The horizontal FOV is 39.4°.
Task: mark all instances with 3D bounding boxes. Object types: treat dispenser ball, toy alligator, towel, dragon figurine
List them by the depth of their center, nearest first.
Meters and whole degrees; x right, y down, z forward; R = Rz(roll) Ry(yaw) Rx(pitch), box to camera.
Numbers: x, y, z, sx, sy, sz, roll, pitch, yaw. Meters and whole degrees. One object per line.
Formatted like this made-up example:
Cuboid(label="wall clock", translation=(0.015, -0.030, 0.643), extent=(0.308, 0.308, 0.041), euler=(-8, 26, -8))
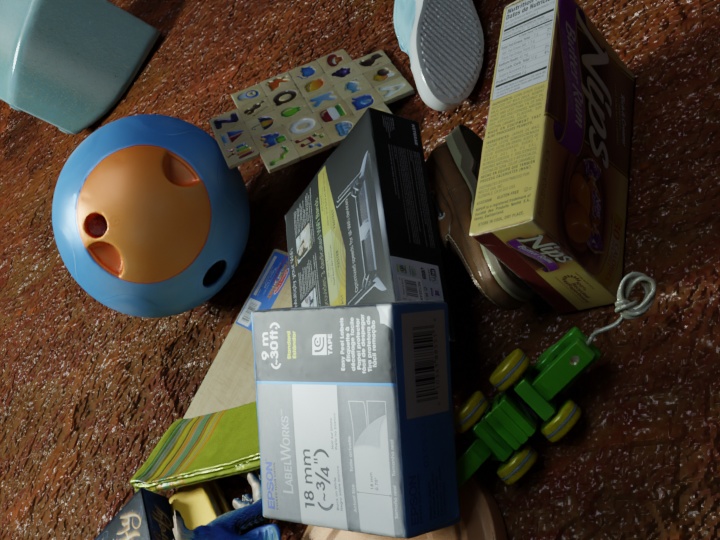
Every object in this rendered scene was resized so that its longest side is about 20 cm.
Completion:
Cuboid(label="toy alligator", translation=(0.123, 0.076, 0.677), extent=(0.200, 0.059, 0.054), euler=(-48, -3, 11))
Cuboid(label="dragon figurine", translation=(-0.085, 0.224, 0.749), extent=(0.201, 0.097, 0.060), euler=(-122, 35, -55))
Cuboid(label="towel", translation=(-0.119, 0.145, 0.873), extent=(0.198, 0.018, 0.087), euler=(-20, 29, 39))
Cuboid(label="treat dispenser ball", translation=(-0.211, -0.055, 1.021), extent=(0.199, 0.200, 0.204), euler=(-28, 44, 31))

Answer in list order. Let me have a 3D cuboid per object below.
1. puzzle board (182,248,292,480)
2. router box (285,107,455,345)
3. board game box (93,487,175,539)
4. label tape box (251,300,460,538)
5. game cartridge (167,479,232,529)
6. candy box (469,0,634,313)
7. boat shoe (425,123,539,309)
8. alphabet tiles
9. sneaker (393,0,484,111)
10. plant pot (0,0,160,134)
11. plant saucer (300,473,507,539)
Cuboid(label="puzzle board", translation=(-0.084, 0.082, 0.932), extent=(0.150, 0.017, 0.203), euler=(16, 75, 53))
Cuboid(label="router box", translation=(0.000, 0.000, 0.806), extent=(0.157, 0.051, 0.204), euler=(-45, 43, 47))
Cuboid(label="board game box", translation=(-0.194, 0.301, 0.827), extent=(0.136, 0.034, 0.201), euler=(-47, 38, 14))
Cuboid(label="label tape box", translation=(-0.029, 0.099, 0.701), extent=(0.197, 0.063, 0.148), euler=(-5, 88, 42))
Cuboid(label="game cartridge", translation=(-0.164, 0.298, 0.849), extent=(0.201, 0.032, 0.176), euler=(-53, 37, 8))
Cuboid(label="candy box", translation=(0.143, -0.087, 0.721), extent=(0.056, 0.116, 0.203), euler=(-13, 53, 41))
Cuboid(label="boat shoe", translation=(0.088, -0.030, 0.787), extent=(0.068, 0.071, 0.202), euler=(-42, 30, 24))
Cuboid(label="alphabet tiles", translation=(-0.051, -0.164, 1.008), extent=(0.197, 0.006, 0.167), euler=(-23, 39, -6))
Cuboid(label="sneaker", translation=(0.069, -0.223, 0.963), extent=(0.082, 0.072, 0.204), euler=(125, 152, -56))
Cuboid(label="plant pot", translation=(-0.454, -0.325, 1.517), extent=(0.195, 0.194, 0.203), euler=(29, 93, 53))
Cuboid(label="plant saucer", translation=(0.015, 0.220, 0.704), extent=(0.198, 0.032, 0.203), euler=(-28, 46, 32))
